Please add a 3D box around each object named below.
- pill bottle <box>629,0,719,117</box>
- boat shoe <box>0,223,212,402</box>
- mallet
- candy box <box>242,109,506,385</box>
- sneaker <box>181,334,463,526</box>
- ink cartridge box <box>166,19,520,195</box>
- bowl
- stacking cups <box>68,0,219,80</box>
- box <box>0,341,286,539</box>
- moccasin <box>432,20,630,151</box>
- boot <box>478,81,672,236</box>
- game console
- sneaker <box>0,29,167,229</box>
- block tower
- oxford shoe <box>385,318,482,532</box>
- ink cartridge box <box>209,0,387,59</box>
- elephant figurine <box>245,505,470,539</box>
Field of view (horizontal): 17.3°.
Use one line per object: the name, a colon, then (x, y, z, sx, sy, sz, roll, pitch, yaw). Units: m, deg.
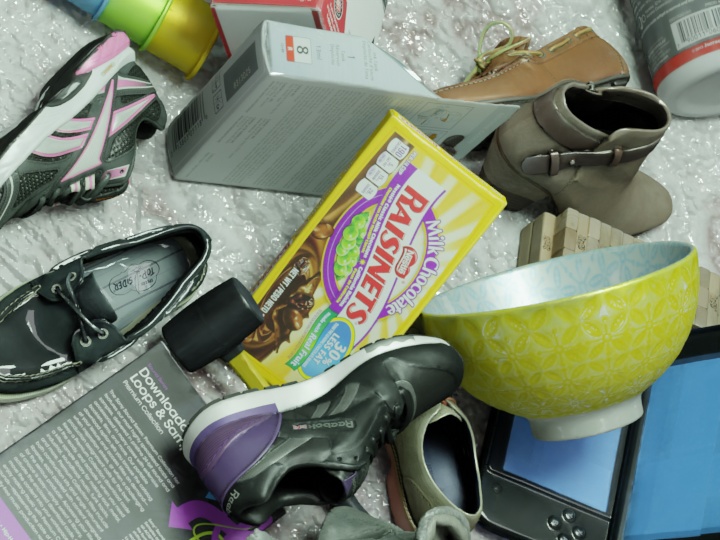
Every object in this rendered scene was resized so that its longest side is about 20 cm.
pill bottle: (0.272, -0.236, 1.912, 0.115, 0.116, 0.201, -1, 68, -31)
boat shoe: (-0.174, 0.022, 1.556, 0.199, 0.066, 0.075, -23, 80, -36)
mallet: (-0.047, 0.092, 1.599, 0.066, 0.041, 0.200, -42, 99, 6)
candy box: (0.000, 0.000, 1.614, 0.102, 0.026, 0.200, 36, 99, -12)
sneaker: (-0.010, 0.113, 1.540, 0.199, 0.076, 0.088, -20, 50, -21)
ink cartridge box: (-0.013, -0.108, 1.653, 0.199, 0.162, 0.051, 3, 65, -30)
bowl: (0.147, 0.056, 1.642, 0.199, 0.200, 0.109, -19, 99, -35)
stacking cups: (-0.192, -0.205, 1.661, 0.199, 0.060, 0.061, 28, 56, -14)
box: (-0.160, 0.155, 1.521, 0.200, 0.036, 0.143, -35, 88, -36)
moccasin: (0.119, -0.146, 1.807, 0.201, 0.074, 0.078, -23, 71, -33)
boot: (0.186, -0.084, 1.769, 0.199, 0.146, 0.071, 3, 64, -30)
game console: (0.191, 0.105, 1.690, 0.170, 0.118, 0.201, 23, 57, -12)
sneaker: (-0.195, -0.075, 1.587, 0.086, 0.080, 0.200, 49, 58, -14)
block tower: (0.216, 0.018, 1.796, 0.199, 0.054, 0.058, 21, 59, -20)
oxford shoe: (0.046, 0.093, 1.646, 0.070, 0.074, 0.201, -9, 71, -31)
ink cartridge box: (-0.034, -0.221, 1.698, 0.083, 0.145, 0.201, 3, 58, 14)
elephant figurine: (0.023, 0.211, 1.555, 0.141, 0.156, 0.200, 30, 42, 19)
